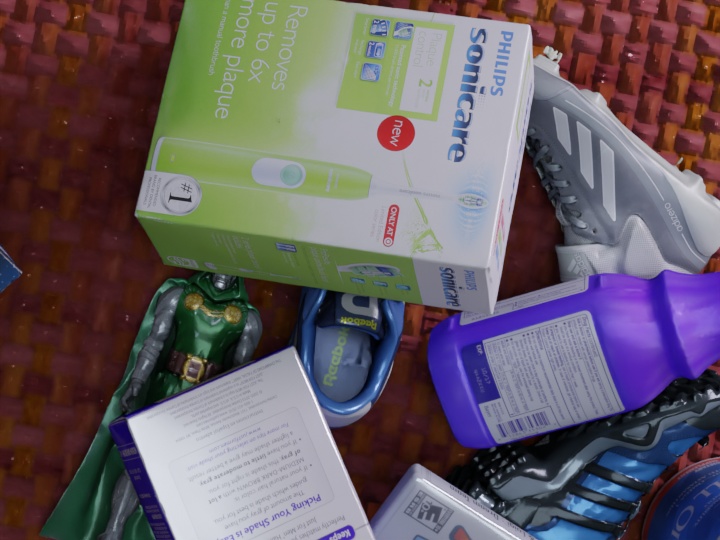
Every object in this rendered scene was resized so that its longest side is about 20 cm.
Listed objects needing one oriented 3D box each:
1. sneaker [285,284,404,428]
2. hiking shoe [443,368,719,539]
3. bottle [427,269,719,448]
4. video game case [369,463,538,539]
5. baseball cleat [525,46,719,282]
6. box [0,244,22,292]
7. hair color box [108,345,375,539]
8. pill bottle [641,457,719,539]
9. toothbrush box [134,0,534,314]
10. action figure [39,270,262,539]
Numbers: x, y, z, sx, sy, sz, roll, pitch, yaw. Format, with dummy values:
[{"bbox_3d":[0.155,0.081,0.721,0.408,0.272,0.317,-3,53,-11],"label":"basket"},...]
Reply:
[{"bbox_3d":[0.000,0.000,1.186,0.073,0.082,0.201,8,92,-8],"label":"sneaker"},{"bbox_3d":[0.149,0.128,1.233,0.199,0.074,0.087,-25,105,3],"label":"hiking shoe"},{"bbox_3d":[0.142,0.045,1.188,0.199,0.065,0.084,-17,112,15],"label":"bottle"},{"bbox_3d":[0.051,0.241,1.216,0.182,0.024,0.200,33,106,-10],"label":"video game case"},{"bbox_3d":[0.131,-0.053,1.209,0.200,0.070,0.107,35,88,-10],"label":"baseball cleat"},{"bbox_3d":[-0.274,-0.003,1.083,0.137,0.200,0.038,-44,127,-3],"label":"box"},{"bbox_3d":[-0.053,0.156,1.136,0.109,0.065,0.201,-22,88,-19],"label":"hair color box"},{"bbox_3d":[0.245,0.180,1.181,0.111,0.200,0.113,-1,95,-10],"label":"pill bottle"},{"bbox_3d":[-0.011,-0.069,1.127,0.199,0.086,0.146,10,73,8],"label":"toothbrush box"},{"bbox_3d":[-0.107,0.081,1.192,0.117,0.055,0.201,17,88,-7],"label":"action figure"}]
